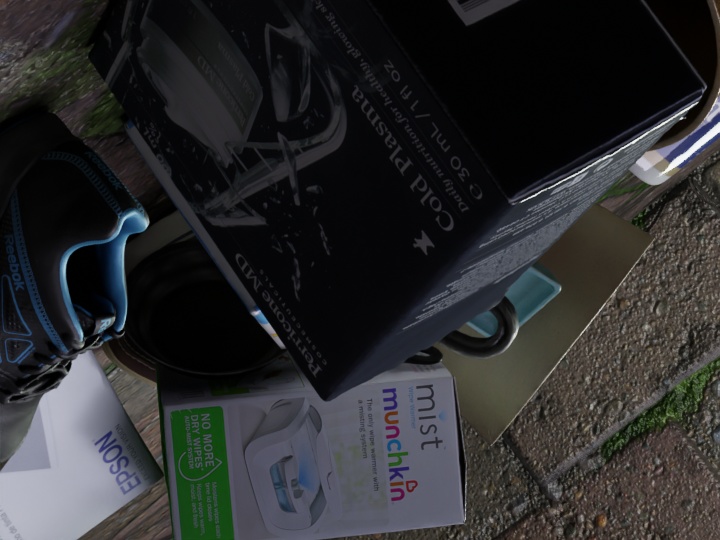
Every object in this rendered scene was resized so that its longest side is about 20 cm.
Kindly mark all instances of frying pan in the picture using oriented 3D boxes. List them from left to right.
[{"bbox_3d":[-0.051,0.024,1.298,0.189,0.115,0.031,-1,135,-7],"label":"frying pan"}]

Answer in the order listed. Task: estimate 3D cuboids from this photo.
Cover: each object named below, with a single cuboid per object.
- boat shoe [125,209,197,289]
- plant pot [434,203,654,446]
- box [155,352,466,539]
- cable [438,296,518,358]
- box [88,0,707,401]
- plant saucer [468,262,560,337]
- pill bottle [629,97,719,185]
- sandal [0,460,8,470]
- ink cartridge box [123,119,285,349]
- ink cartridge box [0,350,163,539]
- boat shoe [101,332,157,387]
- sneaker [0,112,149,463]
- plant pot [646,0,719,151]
[{"bbox_3d":[-0.085,0.006,1.396,0.075,0.093,0.200,-42,170,33],"label":"boat shoe"},{"bbox_3d":[0.073,-0.010,1.526,0.188,0.200,0.187,-51,175,-6],"label":"plant pot"},{"bbox_3d":[-0.037,0.100,1.338,0.175,0.097,0.200,-5,-174,-7],"label":"box"},{"bbox_3d":[0.000,0.000,1.325,0.097,0.200,0.050,-51,170,13],"label":"cable"},{"bbox_3d":[0.007,-0.085,0.918,0.124,0.200,0.197,-29,168,-32],"label":"box"},{"bbox_3d":[0.032,-0.027,1.383,0.070,0.199,0.019,-44,-161,39],"label":"plant saucer"},{"bbox_3d":[0.229,-0.156,1.359,0.200,0.111,0.111,-40,171,17],"label":"pill bottle"},{"bbox_3d":[-0.223,0.048,1.107,0.082,0.054,0.200,-52,150,-14],"label":"sandal"},{"bbox_3d":[-0.035,-0.048,1.197,0.128,0.126,0.200,-36,173,-3],"label":"ink cartridge box"},{"bbox_3d":[-0.230,0.111,1.223,0.200,0.041,0.200,-35,138,-11],"label":"ink cartridge box"},{"bbox_3d":[-0.077,0.058,1.466,0.072,0.199,0.073,-14,-121,64],"label":"boat shoe"},{"bbox_3d":[-0.160,0.027,1.037,0.073,0.082,0.201,-27,145,-47],"label":"sneaker"},{"bbox_3d":[0.146,-0.191,1.070,0.200,0.186,0.186,-47,178,-31],"label":"plant pot"}]
